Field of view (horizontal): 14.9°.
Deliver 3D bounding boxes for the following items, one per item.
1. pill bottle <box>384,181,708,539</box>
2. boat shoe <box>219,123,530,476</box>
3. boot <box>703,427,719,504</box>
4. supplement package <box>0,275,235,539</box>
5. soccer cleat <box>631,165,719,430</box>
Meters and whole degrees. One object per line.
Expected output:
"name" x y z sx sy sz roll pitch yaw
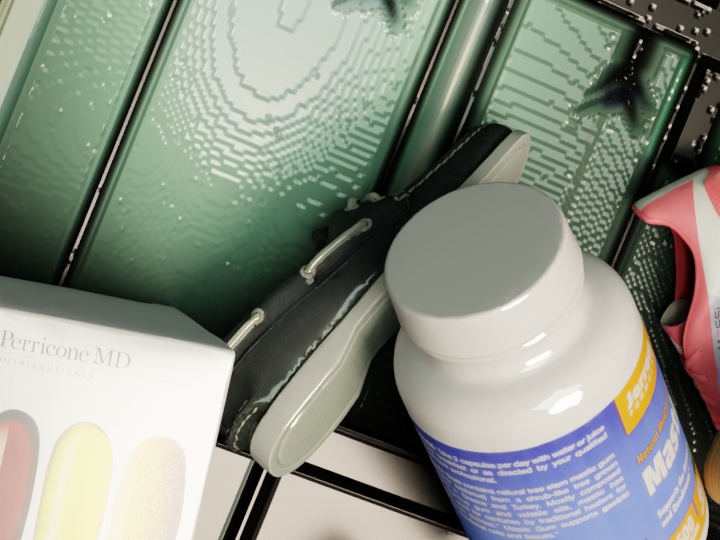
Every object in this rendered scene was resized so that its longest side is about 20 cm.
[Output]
"pill bottle" 0.080 0.059 1.223 0.112 0.112 0.200 -33 132 -10
"boat shoe" 0.000 0.000 1.245 0.060 0.076 0.200 35 68 19
"boot" 0.235 0.030 1.223 0.071 0.144 0.202 29 79 -24
"supplement package" -0.140 0.111 1.196 0.113 0.110 0.200 10 96 -20
"soccer cleat" 0.184 0.047 1.318 0.076 0.067 0.200 -13 102 -4
